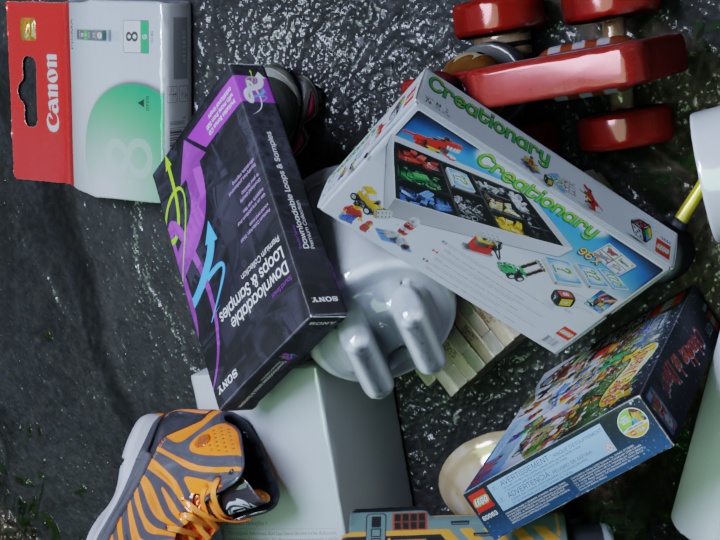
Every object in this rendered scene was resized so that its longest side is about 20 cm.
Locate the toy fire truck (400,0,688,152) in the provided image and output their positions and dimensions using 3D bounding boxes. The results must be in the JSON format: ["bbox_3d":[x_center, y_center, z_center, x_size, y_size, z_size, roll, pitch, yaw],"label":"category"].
[{"bbox_3d":[0.112,-0.128,0.908,0.198,0.167,0.114,-4,98,29],"label":"toy fire truck"}]

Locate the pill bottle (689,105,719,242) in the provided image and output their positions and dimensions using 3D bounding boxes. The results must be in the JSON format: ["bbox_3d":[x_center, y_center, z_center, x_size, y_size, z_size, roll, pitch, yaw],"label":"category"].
[{"bbox_3d":[0.304,-0.078,0.827,0.198,0.112,0.114,-12,94,19],"label":"pill bottle"}]

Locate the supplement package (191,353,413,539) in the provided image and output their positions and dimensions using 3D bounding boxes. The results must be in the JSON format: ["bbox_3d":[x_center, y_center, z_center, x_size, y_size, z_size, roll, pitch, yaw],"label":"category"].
[{"bbox_3d":[-0.038,0.160,1.074,0.116,0.117,0.203,-5,98,30],"label":"supplement package"}]

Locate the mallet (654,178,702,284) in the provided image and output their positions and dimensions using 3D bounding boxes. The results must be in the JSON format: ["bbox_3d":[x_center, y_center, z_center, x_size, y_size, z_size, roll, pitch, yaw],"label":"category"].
[{"bbox_3d":[0.238,-0.077,0.908,0.041,0.066,0.201,33,113,15],"label":"mallet"}]

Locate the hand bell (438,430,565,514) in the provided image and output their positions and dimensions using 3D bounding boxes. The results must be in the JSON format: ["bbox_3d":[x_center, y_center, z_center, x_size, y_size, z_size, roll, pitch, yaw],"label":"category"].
[{"bbox_3d":[0.109,0.218,0.946,0.103,0.201,0.105,0,129,0],"label":"hand bell"}]

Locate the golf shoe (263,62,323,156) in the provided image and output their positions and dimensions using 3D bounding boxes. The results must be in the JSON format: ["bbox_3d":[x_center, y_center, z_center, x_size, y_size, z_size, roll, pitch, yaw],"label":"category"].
[{"bbox_3d":[-0.092,-0.062,1.079,0.076,0.088,0.203,18,108,27],"label":"golf shoe"}]

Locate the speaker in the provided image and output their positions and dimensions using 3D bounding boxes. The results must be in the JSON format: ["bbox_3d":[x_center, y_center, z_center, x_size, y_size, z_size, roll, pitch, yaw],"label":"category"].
[{"bbox_3d":[0.267,0.087,0.914,0.080,0.081,0.202,18,109,24],"label":"speaker"}]

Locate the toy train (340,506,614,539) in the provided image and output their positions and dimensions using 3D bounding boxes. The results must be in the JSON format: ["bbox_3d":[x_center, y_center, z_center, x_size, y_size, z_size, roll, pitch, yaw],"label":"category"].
[{"bbox_3d":[0.074,0.201,0.873,0.197,0.114,0.086,-4,124,4],"label":"toy train"}]

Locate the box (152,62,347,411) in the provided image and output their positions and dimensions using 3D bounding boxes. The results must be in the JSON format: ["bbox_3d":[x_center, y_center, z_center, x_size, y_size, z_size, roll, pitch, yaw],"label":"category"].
[{"bbox_3d":[-0.084,-0.021,0.971,0.143,0.036,0.202,-46,57,45],"label":"box"}]

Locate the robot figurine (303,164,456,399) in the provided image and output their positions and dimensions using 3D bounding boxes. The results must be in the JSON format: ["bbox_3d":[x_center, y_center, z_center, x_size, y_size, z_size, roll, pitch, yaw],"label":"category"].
[{"bbox_3d":[0.000,0.000,0.999,0.168,0.201,0.114,-21,131,0],"label":"robot figurine"}]

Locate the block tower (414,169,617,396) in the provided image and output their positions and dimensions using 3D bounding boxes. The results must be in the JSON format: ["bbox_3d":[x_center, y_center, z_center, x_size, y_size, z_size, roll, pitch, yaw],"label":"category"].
[{"bbox_3d":[0.118,0.012,0.997,0.054,0.058,0.200,50,120,11],"label":"block tower"}]

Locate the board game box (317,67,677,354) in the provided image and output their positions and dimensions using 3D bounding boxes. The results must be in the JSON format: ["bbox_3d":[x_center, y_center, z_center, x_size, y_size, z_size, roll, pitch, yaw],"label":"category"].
[{"bbox_3d":[0.087,-0.031,0.887,0.199,0.035,0.126,31,138,-14],"label":"board game box"}]

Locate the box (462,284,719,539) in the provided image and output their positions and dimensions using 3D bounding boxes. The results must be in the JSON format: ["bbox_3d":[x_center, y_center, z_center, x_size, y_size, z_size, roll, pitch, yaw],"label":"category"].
[{"bbox_3d":[0.157,0.088,0.905,0.136,0.200,0.038,-36,92,29],"label":"box"}]

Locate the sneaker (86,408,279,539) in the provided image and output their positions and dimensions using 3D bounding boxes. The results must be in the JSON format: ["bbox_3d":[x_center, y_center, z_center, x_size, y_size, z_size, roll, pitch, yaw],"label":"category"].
[{"bbox_3d":[-0.123,0.180,0.965,0.111,0.078,0.202,-9,53,24],"label":"sneaker"}]

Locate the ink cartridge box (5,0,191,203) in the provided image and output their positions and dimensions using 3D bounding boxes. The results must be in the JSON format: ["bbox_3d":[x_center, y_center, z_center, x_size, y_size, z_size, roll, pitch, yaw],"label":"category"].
[{"bbox_3d":[-0.233,-0.147,1.164,0.198,0.050,0.163,6,102,25],"label":"ink cartridge box"}]
